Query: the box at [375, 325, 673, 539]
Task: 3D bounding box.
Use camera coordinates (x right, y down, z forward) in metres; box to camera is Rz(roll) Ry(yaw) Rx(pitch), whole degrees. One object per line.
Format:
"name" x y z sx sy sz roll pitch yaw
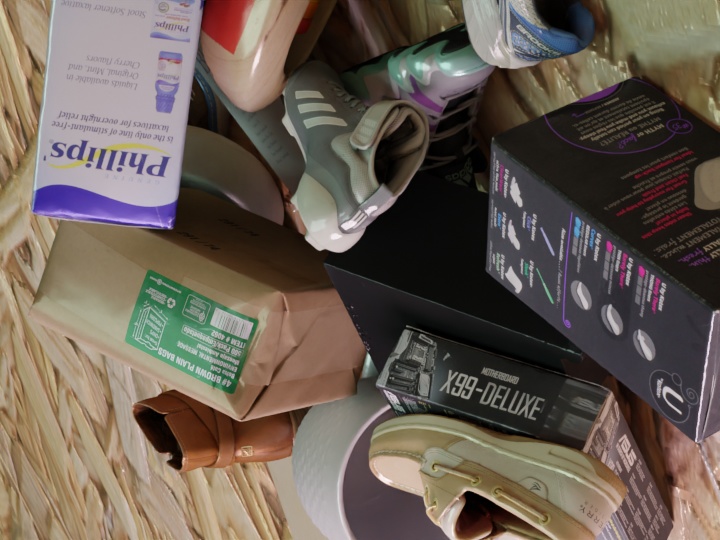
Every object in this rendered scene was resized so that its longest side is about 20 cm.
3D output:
"box" 0.115 0.126 1.436 0.158 0.050 0.200 16 155 31

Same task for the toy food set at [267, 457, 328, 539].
"toy food set" -0.024 0.181 1.882 0.143 0.060 0.200 -36 71 63

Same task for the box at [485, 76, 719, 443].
"box" 0.181 -0.011 1.255 0.200 0.122 0.106 42 145 39

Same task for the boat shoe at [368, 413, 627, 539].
"boat shoe" 0.074 0.142 1.358 0.200 0.069 0.074 5 148 45

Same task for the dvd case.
"dvd case" -0.059 -0.124 1.611 0.200 0.018 0.143 53 156 -1

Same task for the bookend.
"bookend" 0.102 0.040 1.458 0.200 0.092 0.199 19 155 28

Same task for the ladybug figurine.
"ladybug figurine" -0.055 -0.209 1.477 0.072 0.136 0.200 29 104 7

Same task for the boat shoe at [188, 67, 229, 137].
"boat shoe" -0.159 -0.094 1.863 0.072 0.072 0.200 41 145 40

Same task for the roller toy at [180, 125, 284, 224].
"roller toy" -0.165 -0.019 1.778 0.200 0.140 0.183 -6 137 19

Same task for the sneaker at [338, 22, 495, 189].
"sneaker" 0.064 -0.093 1.465 0.140 0.078 0.200 67 163 -7

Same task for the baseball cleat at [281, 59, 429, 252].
"baseball cleat" 0.001 -0.093 1.424 0.070 0.106 0.200 39 -153 -32

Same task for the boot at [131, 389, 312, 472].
"boot" -0.125 0.105 1.793 0.200 0.155 0.074 31 128 54

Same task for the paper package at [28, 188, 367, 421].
"paper package" -0.108 0.020 1.560 0.200 0.191 0.104 24 105 25

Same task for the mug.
"mug" 0.025 0.130 1.665 0.175 0.148 0.200 -166 86 -69

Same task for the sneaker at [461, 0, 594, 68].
"sneaker" 0.100 -0.220 1.301 0.085 0.077 0.200 9 128 48

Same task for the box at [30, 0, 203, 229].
"box" -0.172 -0.157 1.516 0.184 0.105 0.200 -100 19 -66
